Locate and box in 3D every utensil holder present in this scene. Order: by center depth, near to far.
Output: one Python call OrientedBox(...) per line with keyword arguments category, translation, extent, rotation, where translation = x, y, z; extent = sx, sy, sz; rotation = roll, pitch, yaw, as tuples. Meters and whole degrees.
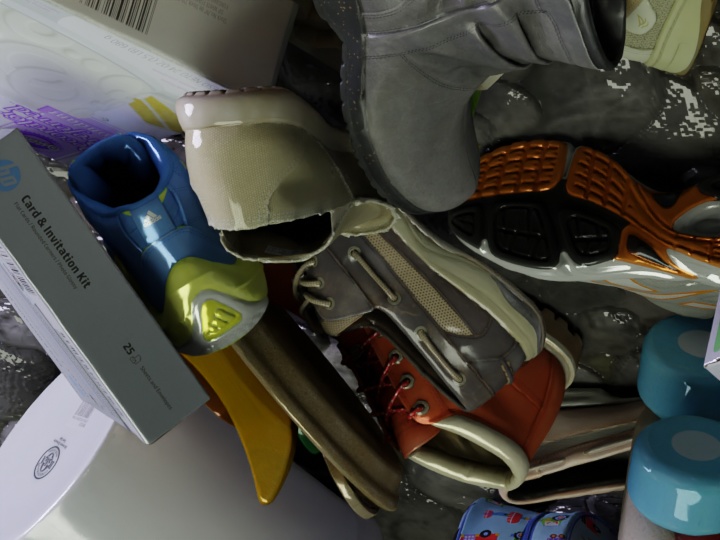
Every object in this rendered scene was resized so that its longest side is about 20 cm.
OrientedBox(category="utensil holder", translation=(-0.115, 0.163, 1.468), extent=(0.200, 0.170, 0.170), rotation=(38, 139, -21))

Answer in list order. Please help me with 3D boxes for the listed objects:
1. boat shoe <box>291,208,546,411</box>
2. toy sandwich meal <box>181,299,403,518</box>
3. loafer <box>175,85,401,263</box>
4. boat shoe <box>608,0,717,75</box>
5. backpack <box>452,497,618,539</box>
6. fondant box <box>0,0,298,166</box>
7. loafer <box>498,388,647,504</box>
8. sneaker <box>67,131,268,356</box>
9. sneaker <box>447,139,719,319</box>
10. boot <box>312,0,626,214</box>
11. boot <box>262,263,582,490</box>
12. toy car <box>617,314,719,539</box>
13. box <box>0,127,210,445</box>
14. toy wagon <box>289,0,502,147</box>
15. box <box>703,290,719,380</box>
OrientedBox(category="boat shoe", translation=(0.000, 0.000, 1.254), extent=(0.200, 0.073, 0.074), rotation=(34, 167, 8))
OrientedBox(category="toy sandwich meal", translation=(-0.059, 0.064, 1.311), extent=(0.070, 0.205, 0.205), rotation=(-40, 123, 3))
OrientedBox(category="loafer", translation=(-0.035, -0.036, 1.131), extent=(0.076, 0.068, 0.200), rotation=(0, 172, 21))
OrientedBox(category="boat shoe", translation=(0.133, -0.160, 1.040), extent=(0.063, 0.073, 0.201), rotation=(12, 150, 1))
OrientedBox(category="backpack", translation=(0.134, 0.228, 1.444), extent=(0.135, 0.183, 0.200), rotation=(-17, 119, 27))
OrientedBox(category="fondant box", translation=(-0.145, -0.114, 1.160), extent=(0.144, 0.058, 0.200), rotation=(24, 162, -30))
OrientedBox(category="loafer", translation=(0.170, 0.102, 1.354), extent=(0.200, 0.063, 0.072), rotation=(-5, 137, 29))
OrientedBox(category="sneaker", translation=(-0.101, -0.035, 1.201), extent=(0.105, 0.076, 0.200), rotation=(60, 172, -23))
OrientedBox(category="sneaker", translation=(0.142, -0.008, 1.226), extent=(0.200, 0.076, 0.092), rotation=(9, 155, 22))
OrientedBox(category="boot", translation=(0.057, -0.095, 1.081), extent=(0.132, 0.070, 0.200), rotation=(4, 142, 25))
OrientedBox(category="boot", translation=(0.019, 0.043, 1.312), extent=(0.200, 0.107, 0.075), rotation=(26, 146, -6))
OrientedBox(category="toy car", translation=(0.229, 0.146, 1.231), extent=(0.200, 0.177, 0.184), rotation=(8, 122, 5))
OrientedBox(category="box", translation=(-0.151, 0.003, 1.190), extent=(0.156, 0.041, 0.200), rotation=(55, 168, -11))
OrientedBox(category="toy wagon", translation=(0.019, -0.131, 1.149), extent=(0.155, 0.040, 0.200), rotation=(2, 140, 21))
OrientedBox(category="box", translation=(0.257, 0.003, 1.082), extent=(0.176, 0.200, 0.097), rotation=(39, 138, -26))
